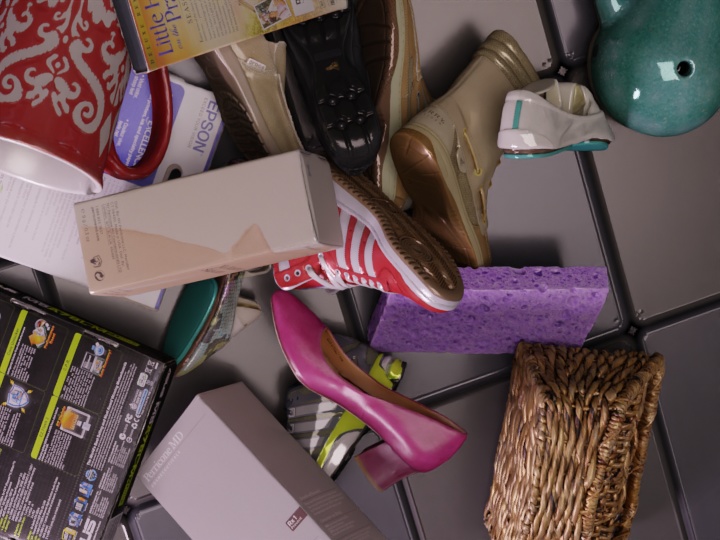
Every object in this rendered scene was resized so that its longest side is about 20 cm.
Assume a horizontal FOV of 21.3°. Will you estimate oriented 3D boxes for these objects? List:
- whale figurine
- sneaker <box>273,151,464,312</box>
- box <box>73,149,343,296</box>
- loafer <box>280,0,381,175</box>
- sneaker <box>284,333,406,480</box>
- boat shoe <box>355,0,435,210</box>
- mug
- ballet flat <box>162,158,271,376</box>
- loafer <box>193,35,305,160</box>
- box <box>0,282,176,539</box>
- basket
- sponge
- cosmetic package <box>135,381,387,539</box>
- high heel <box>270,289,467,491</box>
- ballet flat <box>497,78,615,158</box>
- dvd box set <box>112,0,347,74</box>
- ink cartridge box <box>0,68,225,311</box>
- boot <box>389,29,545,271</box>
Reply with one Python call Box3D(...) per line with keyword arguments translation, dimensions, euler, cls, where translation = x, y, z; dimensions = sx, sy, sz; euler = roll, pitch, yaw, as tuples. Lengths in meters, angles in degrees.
Box3D(translation=(0.281, -0.215, 1.681), dimensions=(0.158, 0.104, 0.202), euler=(21, 96, -12), cls="whale figurine")
Box3D(translation=(0.000, 0.000, 1.616), dimensions=(0.071, 0.200, 0.113), euler=(10, 119, -48), cls="sneaker")
Box3D(translation=(-0.123, -0.037, 1.569), dimensions=(0.198, 0.095, 0.079), euler=(-13, 85, 14), cls="box")
Box3D(translation=(-0.029, -0.176, 1.634), dimensions=(0.067, 0.070, 0.202), euler=(-13, 71, -9), cls="loafer")
Box3D(translation=(-0.042, 0.144, 1.720), dimensions=(0.081, 0.074, 0.201), euler=(36, 96, 8), cls="sneaker")
Box3D(translation=(0.031, -0.150, 1.677), dimensions=(0.076, 0.071, 0.202), euler=(-6, 109, -32), cls="boat shoe")
Box3D(translation=(-0.235, -0.173, 1.567), dimensions=(0.132, 0.177, 0.202), euler=(11, 78, 23), cls="mug")
Box3D(translation=(-0.113, 0.003, 1.680), dimensions=(0.071, 0.069, 0.202), euler=(13, 98, -31), cls="ballet flat")
Box3D(translation=(-0.089, -0.163, 1.608), dimensions=(0.068, 0.076, 0.201), euler=(-35, 115, -18), cls="loafer")
Box3D(translation=(-0.280, 0.133, 1.652), dimensions=(0.192, 0.047, 0.202), euler=(22, 97, 10), cls="box")
Box3D(translation=(0.205, 0.180, 1.708), dimensions=(0.147, 0.143, 0.202), euler=(6, 111, -10), cls="basket")
Box3D(translation=(0.111, 0.035, 1.702), dimensions=(0.198, 0.112, 0.030), euler=(1, 58, -10), cls="sponge")
Box3D(translation=(-0.086, 0.204, 1.655), dimensions=(0.200, 0.090, 0.107), euler=(43, 111, 14), cls="cosmetic package")
Box3D(translation=(0.006, 0.086, 1.639), dimensions=(0.096, 0.067, 0.201), euler=(-32, 97, 21), cls="high heel")
Box3D(translation=(0.171, -0.131, 1.641), dimensions=(0.069, 0.200, 0.070), euler=(3, 96, 26), cls="ballet flat")
Box3D(translation=(-0.113, -0.255, 1.541), dimensions=(0.199, 0.029, 0.148), euler=(-23, 101, -31), cls="dvd box set")
Box3D(translation=(-0.236, -0.091, 1.648), dimensions=(0.198, 0.047, 0.199), euler=(20, 94, -14), cls="ink cartridge box")
Box3D(translation=(0.106, -0.096, 1.684), dimensions=(0.156, 0.072, 0.201), euler=(-50, 140, -25), cls="boot")
